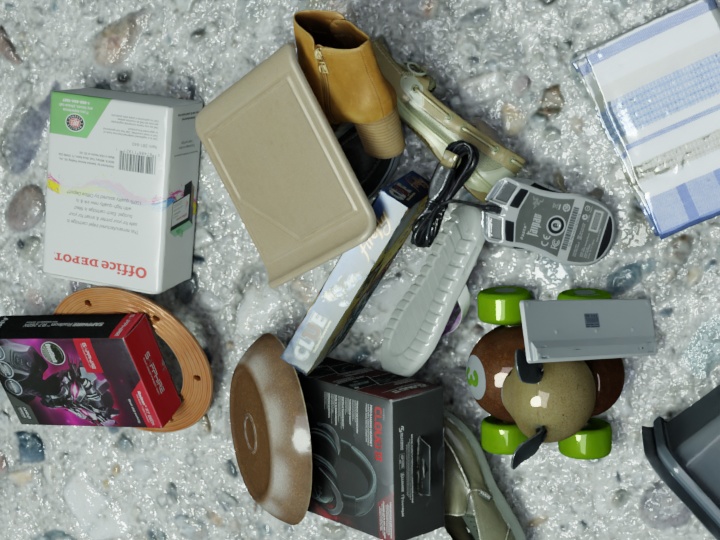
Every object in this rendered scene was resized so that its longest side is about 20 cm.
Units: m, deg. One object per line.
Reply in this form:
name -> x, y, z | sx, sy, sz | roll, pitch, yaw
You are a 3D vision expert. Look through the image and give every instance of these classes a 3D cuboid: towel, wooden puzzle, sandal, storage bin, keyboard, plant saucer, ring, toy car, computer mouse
towel -> 0.306, -0.146, 1.301 | 0.146, 0.024, 0.201 | -24, 93, 19
wooden puzzle -> -0.073, -0.099, 1.334 | 0.185, 0.037, 0.201 | -26, 87, 50
sandal -> 0.086, 0.031, 1.391 | 0.050, 0.083, 0.203 | 17, 111, -29
storage bin -> 0.357, 0.166, 1.255 | 0.134, 0.200, 0.146 | -43, 84, 11
keyboard -> 0.217, 0.055, 1.278 | 0.011, 0.199, 0.057 | -21, 74, 44
plant saucer -> -0.099, 0.166, 1.415 | 0.037, 0.200, 0.201 | -7, 100, -22
ring -> -0.251, 0.097, 1.505 | 0.200, 0.019, 0.201 | 12, 128, 17
toy car -> 0.162, 0.114, 1.301 | 0.157, 0.200, 0.165 | 1, 100, 19
computer mouse -> 0.152, -0.053, 1.330 | 0.199, 0.044, 0.110 | 15, 98, -16

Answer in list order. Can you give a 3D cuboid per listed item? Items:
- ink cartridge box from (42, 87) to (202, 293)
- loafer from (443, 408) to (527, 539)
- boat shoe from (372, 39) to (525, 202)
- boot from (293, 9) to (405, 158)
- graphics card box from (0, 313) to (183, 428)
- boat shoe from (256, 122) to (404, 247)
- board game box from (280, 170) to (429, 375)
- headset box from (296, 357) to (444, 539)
ink cartridge box -> -0.256, -0.088, 1.472 | 0.144, 0.084, 0.201 | 9, 103, 18
loafer -> 0.097, 0.226, 1.403 | 0.200, 0.070, 0.075 | 56, 141, 2
boat shoe -> 0.076, -0.159, 1.355 | 0.063, 0.073, 0.201 | -42, 86, 9
boot -> -0.043, -0.191, 1.333 | 0.201, 0.071, 0.144 | 20, 143, 41
graphics card box -> -0.306, 0.109, 1.495 | 0.199, 0.051, 0.126 | 0, 125, 26
boat shoe -> -0.031, -0.081, 1.402 | 0.072, 0.071, 0.200 | 44, 110, 7
board game box -> 0.000, 0.000, 1.372 | 0.035, 0.135, 0.200 | 33, 108, 6
headset box -> 0.005, 0.181, 1.391 | 0.200, 0.077, 0.150 | 11, 107, 48
